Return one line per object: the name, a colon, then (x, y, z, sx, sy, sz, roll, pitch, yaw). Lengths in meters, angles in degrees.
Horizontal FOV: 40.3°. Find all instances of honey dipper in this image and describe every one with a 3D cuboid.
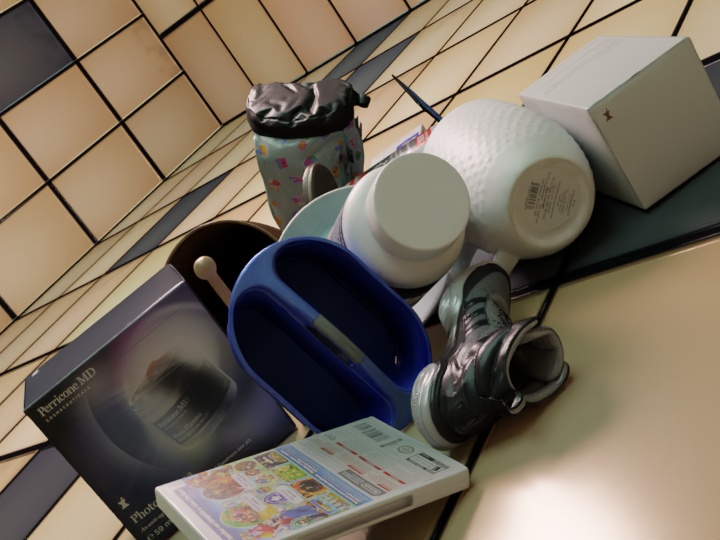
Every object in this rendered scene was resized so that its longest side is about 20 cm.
honey dipper: (-0.103, 0.069, 0.982, 0.038, 0.201, 0.038, -32, 18, 12)

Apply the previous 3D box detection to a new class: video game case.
video game case: (-0.038, 0.163, 0.736, 0.197, 0.018, 0.143, -13, 15, -29)

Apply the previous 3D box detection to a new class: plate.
plate: (0.000, 0.000, 1.070, 0.199, 0.201, 0.026, -38, -25, -7)

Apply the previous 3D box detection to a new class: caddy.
caddy: (-0.029, 0.063, 0.875, 0.142, 0.200, 0.105, -50, 7, -14)

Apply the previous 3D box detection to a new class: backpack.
backpack: (-0.068, -0.144, 1.309, 0.164, 0.202, 0.127, 4, 41, 18)

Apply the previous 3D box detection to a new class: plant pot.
plant pot: (-0.130, 0.019, 1.250, 0.185, 0.189, 0.200, -31, 1, 16)

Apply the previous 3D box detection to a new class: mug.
mug: (0.142, -0.062, 0.981, 0.203, 0.146, 0.175, -65, 20, 9)

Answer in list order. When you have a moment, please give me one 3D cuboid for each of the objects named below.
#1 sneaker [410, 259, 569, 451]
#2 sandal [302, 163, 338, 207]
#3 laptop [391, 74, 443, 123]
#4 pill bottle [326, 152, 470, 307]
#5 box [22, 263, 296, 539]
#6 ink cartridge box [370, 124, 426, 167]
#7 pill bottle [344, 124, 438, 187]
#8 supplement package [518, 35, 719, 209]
sneaker: (0.118, 0.057, 0.803, 0.113, 0.076, 0.201, -22, 28, 38)
sandal: (-0.014, -0.034, 1.133, 0.054, 0.203, 0.081, -25, -24, 21)
laptop: (0.157, -0.205, 1.223, 0.197, 0.105, 0.178, -16, 24, -3)
pill bottle: (0.034, -0.033, 0.940, 0.119, 0.120, 0.200, -42, -5, -19)
box: (-0.209, 0.138, 1.015, 0.199, 0.199, 0.123, -39, 17, -9)
ink cartridge box: (0.053, -0.142, 1.370, 0.094, 0.037, 0.200, -34, 13, 18)
pill bottle: (0.046, -0.082, 1.225, 0.198, 0.117, 0.116, -32, 17, 14)
supplement package: (0.263, -0.156, 0.990, 0.116, 0.118, 0.200, -34, 17, 0)
